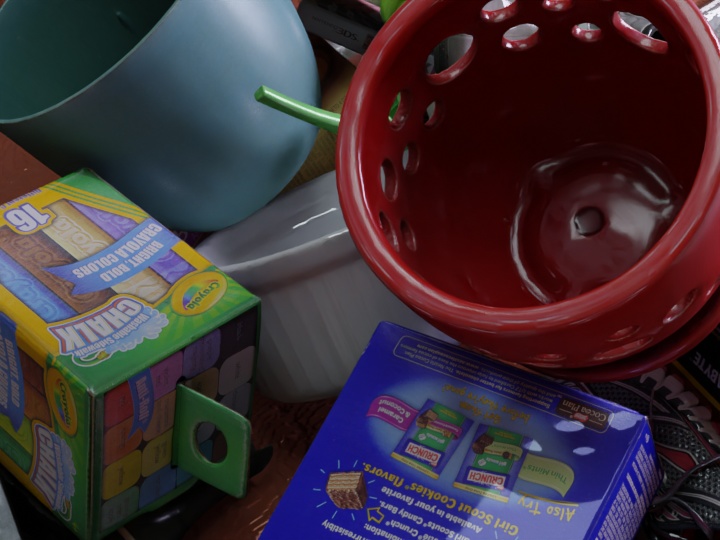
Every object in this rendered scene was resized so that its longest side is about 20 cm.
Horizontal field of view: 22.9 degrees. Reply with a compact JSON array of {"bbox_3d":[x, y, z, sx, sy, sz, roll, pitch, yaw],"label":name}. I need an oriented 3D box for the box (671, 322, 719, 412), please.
[{"bbox_3d":[0.241,0.027,1.036,0.159,0.050,0.200,6,25,-27],"label":"box"}]

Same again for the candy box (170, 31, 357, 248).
[{"bbox_3d":[-0.086,-0.078,1.233,0.200,0.057,0.117,-42,53,-5],"label":"candy box"}]

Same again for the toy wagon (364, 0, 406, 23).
[{"bbox_3d":[0.001,-0.201,1.202,0.199,0.040,0.155,19,15,-23],"label":"toy wagon"}]

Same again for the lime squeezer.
[{"bbox_3d":[0.004,-0.103,1.107,0.038,0.071,0.200,-23,4,29],"label":"lime squeezer"}]

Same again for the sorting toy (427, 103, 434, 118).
[{"bbox_3d":[0.169,-0.076,1.117,0.198,0.108,0.180,-4,1,-23],"label":"sorting toy"}]

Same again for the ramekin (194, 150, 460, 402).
[{"bbox_3d":[0.000,0.000,1.096,0.199,0.098,0.201,-22,13,5],"label":"ramekin"}]

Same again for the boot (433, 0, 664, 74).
[{"bbox_3d":[0.133,-0.158,1.168,0.130,0.068,0.200,9,12,23],"label":"boot"}]

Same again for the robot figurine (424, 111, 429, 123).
[{"bbox_3d":[0.009,-0.096,1.296,0.198,0.059,0.145,1,41,15],"label":"robot figurine"}]

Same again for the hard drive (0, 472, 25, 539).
[{"bbox_3d":[-0.274,0.194,0.965,0.199,0.033,0.140,-21,75,-10],"label":"hard drive"}]

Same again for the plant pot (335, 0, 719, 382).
[{"bbox_3d":[0.107,-0.040,0.917,0.199,0.182,0.202,-7,69,19],"label":"plant pot"}]

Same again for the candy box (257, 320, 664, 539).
[{"bbox_3d":[0.041,0.148,0.928,0.168,0.077,0.201,20,67,30],"label":"candy box"}]

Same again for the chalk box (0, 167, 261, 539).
[{"bbox_3d":[-0.139,0.058,0.998,0.123,0.125,0.200,-28,51,-37],"label":"chalk box"}]

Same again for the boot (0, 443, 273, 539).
[{"bbox_3d":[-0.166,0.107,1.084,0.199,0.078,0.138,34,51,25],"label":"boot"}]

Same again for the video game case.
[{"bbox_3d":[0.051,-0.174,1.301,0.181,0.023,0.200,23,21,-1],"label":"video game case"}]

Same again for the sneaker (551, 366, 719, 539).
[{"bbox_3d":[0.171,0.114,0.980,0.074,0.081,0.200,-30,42,-29],"label":"sneaker"}]

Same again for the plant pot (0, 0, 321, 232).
[{"bbox_3d":[-0.118,-0.121,1.122,0.200,0.161,0.201,-27,39,24],"label":"plant pot"}]
